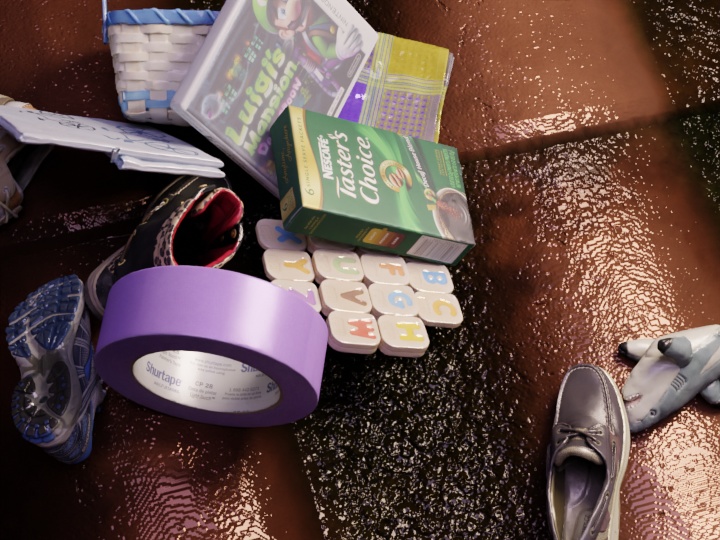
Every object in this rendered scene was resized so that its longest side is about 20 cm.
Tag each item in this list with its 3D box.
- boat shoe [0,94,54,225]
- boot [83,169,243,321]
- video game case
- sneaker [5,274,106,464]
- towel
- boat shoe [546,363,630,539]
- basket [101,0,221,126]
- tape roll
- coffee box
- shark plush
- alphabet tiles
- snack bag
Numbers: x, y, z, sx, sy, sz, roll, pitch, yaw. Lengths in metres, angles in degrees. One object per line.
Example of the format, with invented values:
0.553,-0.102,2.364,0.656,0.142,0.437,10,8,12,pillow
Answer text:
-0.355,-0.079,1.369,0.068,0.075,0.202,16,63,7,boat shoe
-0.155,-0.040,1.319,0.073,0.150,0.200,52,52,-12,boot
-0.077,-0.195,1.393,0.023,0.182,0.202,16,74,42,video game case
-0.272,0.092,1.307,0.076,0.086,0.202,-17,44,11,sneaker
-0.004,-0.195,1.498,0.197,0.023,0.145,16,65,0,towel
0.205,0.175,1.319,0.071,0.065,0.203,-3,64,23,boat shoe
-0.176,-0.245,1.423,0.174,0.139,0.203,4,93,-6,basket
-0.129,0.070,1.258,0.197,0.201,0.066,9,63,-3,tape roll
0.012,-0.080,1.386,0.198,0.044,0.124,12,53,-28,coffee box
0.335,0.098,1.402,0.198,0.091,0.085,-10,88,-31,shark plush
0.000,0.000,1.366,0.193,0.015,0.201,6,44,-22,alphabet tiles
-0.246,-0.121,1.329,0.198,0.188,0.022,6,102,-30,snack bag
